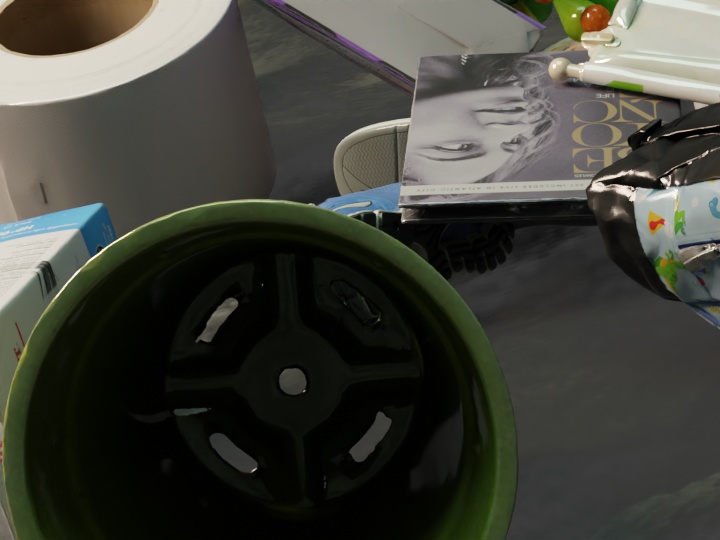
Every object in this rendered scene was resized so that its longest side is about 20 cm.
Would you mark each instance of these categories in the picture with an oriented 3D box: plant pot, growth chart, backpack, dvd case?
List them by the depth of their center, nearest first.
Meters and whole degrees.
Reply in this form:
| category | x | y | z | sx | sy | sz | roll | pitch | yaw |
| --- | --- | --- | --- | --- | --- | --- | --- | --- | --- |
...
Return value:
| category | x | y | z | sx | sy | sz | roll | pitch | yaw |
| --- | --- | --- | --- | --- | --- | --- | --- | --- | --- |
| plant pot | -0.036 | 0.061 | 1.083 | 0.199 | 0.201 | 0.190 | -15 | 6 | 4 |
| backpack | 0.231 | -0.031 | 1.177 | 0.163 | 0.154 | 0.200 | -22 | -1 | -34 |
| dvd case | 0.100 | -0.076 | 1.394 | 0.148 | 0.016 | 0.200 | -1 | 27 | 5 |
| growth chart | 0.214 | -0.156 | 1.444 | 0.144 | 0.018 | 0.200 | 17 | 51 | 29 |

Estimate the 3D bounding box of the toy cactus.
| category | x | y | z | sx | sy | sz | roll | pitch | yaw |
| --- | --- | --- | --- | --- | --- | --- | --- | --- | --- |
| toy cactus | 0.098 | -0.205 | 1.651 | 0.165 | 0.103 | 0.200 | 18 | 4 | -3 |

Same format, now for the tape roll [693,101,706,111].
| category | x | y | z | sx | sy | sz | roll | pitch | yaw |
| --- | --- | --- | --- | --- | --- | --- | --- | --- | --- |
| tape roll | 0.290 | -0.141 | 1.521 | 0.202 | 0.071 | 0.203 | -15 | 18 | 5 |

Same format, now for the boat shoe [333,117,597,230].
| category | x | y | z | sx | sy | sz | roll | pitch | yaw |
| --- | --- | --- | --- | --- | --- | --- | --- | --- | --- |
| boat shoe | 0.084 | -0.060 | 1.472 | 0.201 | 0.075 | 0.065 | -4 | 16 | 24 |

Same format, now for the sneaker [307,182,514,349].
| category | x | y | z | sx | sy | sz | roll | pitch | yaw |
| --- | --- | --- | --- | --- | --- | --- | --- | --- | --- |
| sneaker | 0.000 | 0.000 | 1.382 | 0.089 | 0.079 | 0.200 | -11 | 9 | 38 |

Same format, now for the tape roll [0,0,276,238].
| category | x | y | z | sx | sy | sz | roll | pitch | yaw |
| --- | --- | --- | --- | --- | --- | --- | --- | --- | --- |
| tape roll | -0.163 | -0.103 | 1.618 | 0.202 | 0.139 | 0.203 | -8 | 34 | 6 |

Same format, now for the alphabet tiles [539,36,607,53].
| category | x | y | z | sx | sy | sz | roll | pitch | yaw |
| --- | --- | --- | --- | --- | --- | --- | --- | --- | --- |
| alphabet tiles | 0.122 | -0.122 | 1.624 | 0.200 | 0.015 | 0.196 | -22 | 11 | 40 |

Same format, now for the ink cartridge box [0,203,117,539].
| category | x | y | z | sx | sy | sz | roll | pitch | yaw |
| --- | --- | --- | --- | --- | --- | --- | --- | --- | --- |
| ink cartridge box | -0.171 | 0.059 | 1.270 | 0.068 | 0.116 | 0.200 | -11 | 19 | 19 |

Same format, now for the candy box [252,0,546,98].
| category | x | y | z | sx | sy | sz | roll | pitch | yaw |
| --- | --- | --- | --- | --- | --- | --- | --- | --- | --- |
| candy box | 0.010 | -0.163 | 1.589 | 0.072 | 0.167 | 0.200 | -60 | 9 | 2 |
